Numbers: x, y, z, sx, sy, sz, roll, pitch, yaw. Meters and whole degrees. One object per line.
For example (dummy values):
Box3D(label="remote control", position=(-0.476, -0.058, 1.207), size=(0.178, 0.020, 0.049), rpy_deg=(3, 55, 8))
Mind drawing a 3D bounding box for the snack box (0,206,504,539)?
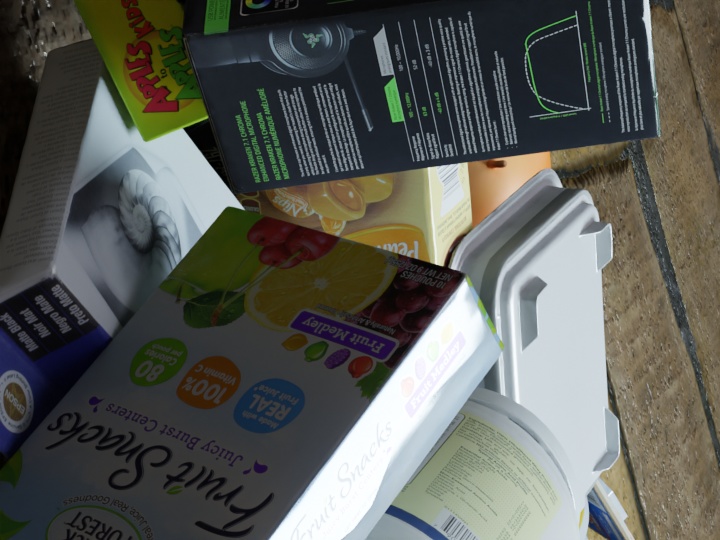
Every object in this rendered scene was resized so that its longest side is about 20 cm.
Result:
Box3D(label="snack box", position=(-0.055, 0.071, 0.773), size=(0.200, 0.142, 0.053), rpy_deg=(-51, 135, -25))

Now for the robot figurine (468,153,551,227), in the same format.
Box3D(label="robot figurine", position=(0.066, -0.053, 1.215), size=(0.200, 0.116, 0.145), rpy_deg=(73, 12, -70))

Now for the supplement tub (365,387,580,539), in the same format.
Box3D(label="supplement tub", position=(0.022, 0.145, 0.905), size=(0.200, 0.144, 0.146), rpy_deg=(-40, 114, -64))

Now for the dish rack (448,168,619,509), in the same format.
Box3D(label="dish rack", position=(0.102, 0.059, 1.054), size=(0.172, 0.043, 0.201), rpy_deg=(-40, 130, -57))

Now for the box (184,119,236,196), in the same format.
Box3D(label="box", position=(-0.056, -0.116, 1.101), size=(0.200, 0.043, 0.161), rpy_deg=(47, 36, -50))

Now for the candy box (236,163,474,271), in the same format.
Box3D(label="candy box", position=(0.000, 0.000, 1.012), size=(0.055, 0.115, 0.201), rpy_deg=(-39, 129, -55))

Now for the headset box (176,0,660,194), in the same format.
Box3D(label="headset box", position=(0.020, -0.134, 0.827), size=(0.093, 0.199, 0.175), rpy_deg=(74, 12, -45))

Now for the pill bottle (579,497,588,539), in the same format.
Box3D(label="pill bottle", position=(0.074, 0.135, 1.178), size=(0.200, 0.111, 0.112), rpy_deg=(56, 30, -39))

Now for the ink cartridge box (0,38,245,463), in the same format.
Box3D(label="ink cartridge box", position=(-0.097, 0.029, 0.879), size=(0.200, 0.040, 0.201), rpy_deg=(54, 33, -43))

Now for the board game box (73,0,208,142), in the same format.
Box3D(label="board game box", position=(-0.079, -0.147, 0.926), size=(0.102, 0.047, 0.200), rpy_deg=(65, 20, -17))

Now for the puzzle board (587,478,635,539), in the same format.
Box3D(label="puzzle board", position=(0.104, 0.098, 1.257), size=(0.017, 0.150, 0.200), rpy_deg=(-45, 131, -13))
